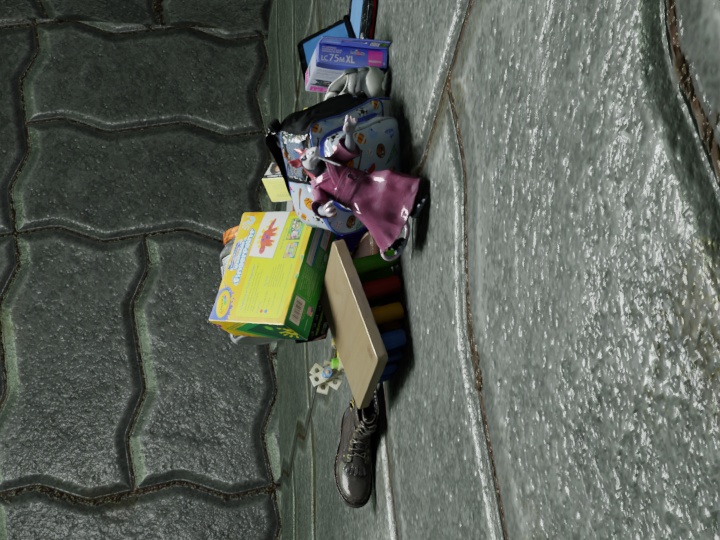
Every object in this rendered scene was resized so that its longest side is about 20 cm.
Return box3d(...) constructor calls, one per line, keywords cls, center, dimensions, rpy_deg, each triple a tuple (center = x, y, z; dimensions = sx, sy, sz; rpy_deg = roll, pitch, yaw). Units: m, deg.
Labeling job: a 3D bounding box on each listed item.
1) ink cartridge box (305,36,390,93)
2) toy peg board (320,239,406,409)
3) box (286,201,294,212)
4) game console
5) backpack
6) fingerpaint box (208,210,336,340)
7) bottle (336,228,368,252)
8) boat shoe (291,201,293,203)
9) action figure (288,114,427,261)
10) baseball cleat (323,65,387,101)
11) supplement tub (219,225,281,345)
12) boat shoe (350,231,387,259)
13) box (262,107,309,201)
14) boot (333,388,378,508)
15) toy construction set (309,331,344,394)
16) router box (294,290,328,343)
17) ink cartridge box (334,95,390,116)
box3d(cls="ink cartridge box", center=(-0.024, -0.343, 1.547), dimensions=(0.200, 0.117, 0.043), rpy_deg=(144, 129, -77))
box3d(cls="toy peg board", center=(0.021, 0.077, 1.418), dimensions=(0.201, 0.097, 0.201), rpy_deg=(106, 147, -60))
box3d(cls="box", center=(-0.081, -0.185, 1.843), dimensions=(0.098, 0.122, 0.203), rpy_deg=(-108, 20, -59))
box3d(cls="game console", center=(-0.048, -0.459, 1.692), dimensions=(0.201, 0.117, 0.174), rpy_deg=(-104, 17, -53))
box3d(cls="backpack", center=(-0.025, -0.155, 1.387), dimensions=(0.153, 0.199, 0.193), rpy_deg=(27, 131, 42))
box3d(cls="fingerpaint box", center=(-0.143, 0.007, 1.516), dimensions=(0.073, 0.165, 0.203), rpy_deg=(39, -121, -48))
box3d(cls="bottle", center=(-0.028, -0.114, 1.597), dimensions=(0.084, 0.064, 0.203), rpy_deg=(-144, 38, -80))
box3d(cls="boat shoe", center=(-0.068, -0.191, 1.667), dimensions=(0.064, 0.072, 0.201), rpy_deg=(8, 56, 50))
box3d(cls="action figure", center=(-0.006, -0.118, 1.265), dimensions=(0.135, 0.198, 0.149), rpy_deg=(-60, -7, -7))
box3d(cls="baseball cleat", center=(-0.015, -0.253, 1.527), dimensions=(0.070, 0.105, 0.202), rpy_deg=(-109, 19, -47))
box3d(cls="supplement tub", center=(-0.188, 0.025, 1.651), dimensions=(0.123, 0.121, 0.203), rpy_deg=(121, 141, -70))
box3d(cls="boat shoe", center=(0.000, 0.000, 1.542), dimensions=(0.201, 0.069, 0.071), rpy_deg=(107, 161, -54))
box3d(cls="box", center=(-0.089, -0.196, 1.516), dimensions=(0.201, 0.074, 0.051), rpy_deg=(-65, -35, -41))
box3d(cls="boot", center=(-0.003, 0.284, 1.542), dimensions=(0.175, 0.068, 0.203), rpy_deg=(109, 161, -62))
box3d(cls="toy construction set", center=(-0.027, 0.151, 1.658), dimensions=(0.200, 0.091, 0.133), rpy_deg=(133, 138, -59))
box3d(cls="router box", center=(-0.095, 0.026, 1.657), dimensions=(0.200, 0.061, 0.152), rpy_deg=(109, 150, -65))
box3d(cls="ink cartridge box", center=(-0.003, -0.182, 1.491), dimensions=(0.037, 0.093, 0.203), rpy_deg=(-123, 34, -72))
